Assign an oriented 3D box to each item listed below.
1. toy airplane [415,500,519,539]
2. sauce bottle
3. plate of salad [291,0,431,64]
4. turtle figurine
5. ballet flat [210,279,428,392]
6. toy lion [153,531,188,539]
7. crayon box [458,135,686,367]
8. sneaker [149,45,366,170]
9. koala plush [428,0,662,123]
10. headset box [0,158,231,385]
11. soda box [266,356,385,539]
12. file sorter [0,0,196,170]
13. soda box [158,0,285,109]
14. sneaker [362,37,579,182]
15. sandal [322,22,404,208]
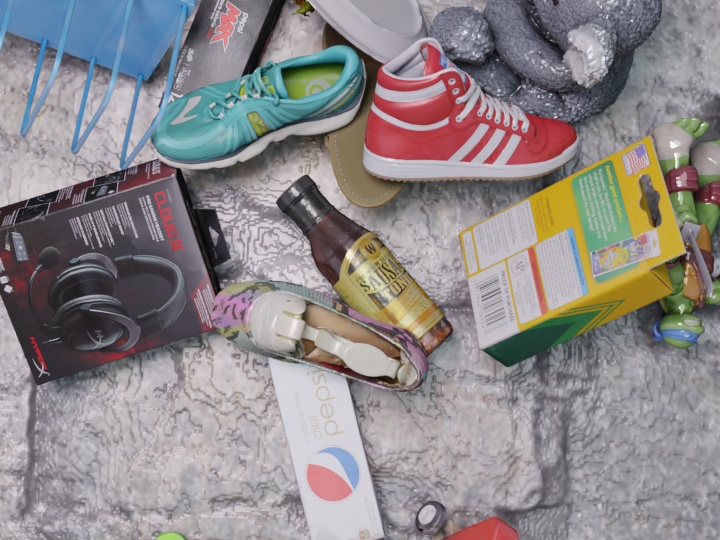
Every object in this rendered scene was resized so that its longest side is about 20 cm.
[{"bbox_3d":[0.044,0.315,1.060,0.198,0.141,0.201,-6,115,-18],"label":"toy airplane"},{"bbox_3d":[0.000,0.000,1.132,0.066,0.066,0.200,-42,89,-4],"label":"sauce bottle"},{"bbox_3d":[-0.011,-0.250,1.106,0.048,0.200,0.201,-41,87,30],"label":"plate of salad"},{"bbox_3d":[0.324,-0.035,1.089,0.142,0.200,0.196,5,74,-9],"label":"turtle figurine"},{"bbox_3d":[-0.033,0.057,1.058,0.198,0.071,0.070,19,94,-4],"label":"ballet flat"},{"bbox_3d":[-0.204,0.330,1.109,0.197,0.069,0.194,10,78,0],"label":"toy lion"},{"bbox_3d":[0.188,-0.014,1.073,0.199,0.051,0.127,-28,51,27],"label":"crayon box"},{"bbox_3d":[-0.090,-0.149,1.063,0.198,0.080,0.078,-21,74,-10],"label":"sneaker"},{"bbox_3d":[0.195,-0.223,1.071,0.183,0.200,0.178,39,76,-12],"label":"koala plush"},{"bbox_3d":[-0.217,-0.005,1.098,0.198,0.077,0.150,-16,112,-1],"label":"headset box"},{"bbox_3d":[-0.033,0.150,1.120,0.067,0.064,0.202,-14,86,-2],"label":"soda box"},{"bbox_3d":[-0.261,-0.185,1.037,0.198,0.139,0.124,17,64,-22],"label":"file sorter"},{"bbox_3d":[-0.119,-0.224,1.144,0.063,0.071,0.202,22,85,2],"label":"soda box"},{"bbox_3d":[0.102,-0.140,1.056,0.197,0.071,0.114,-6,123,-16],"label":"sneaker"},{"bbox_3d":[0.001,-0.135,1.147,0.077,0.070,0.214,-5,63,-8],"label":"sandal"}]
